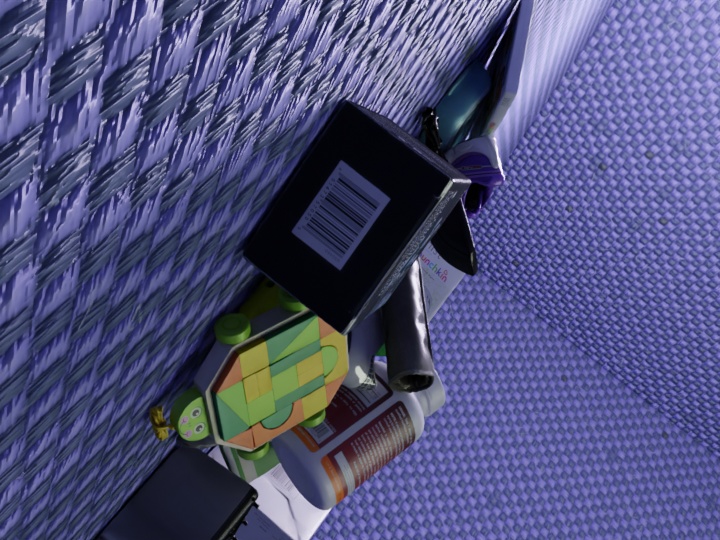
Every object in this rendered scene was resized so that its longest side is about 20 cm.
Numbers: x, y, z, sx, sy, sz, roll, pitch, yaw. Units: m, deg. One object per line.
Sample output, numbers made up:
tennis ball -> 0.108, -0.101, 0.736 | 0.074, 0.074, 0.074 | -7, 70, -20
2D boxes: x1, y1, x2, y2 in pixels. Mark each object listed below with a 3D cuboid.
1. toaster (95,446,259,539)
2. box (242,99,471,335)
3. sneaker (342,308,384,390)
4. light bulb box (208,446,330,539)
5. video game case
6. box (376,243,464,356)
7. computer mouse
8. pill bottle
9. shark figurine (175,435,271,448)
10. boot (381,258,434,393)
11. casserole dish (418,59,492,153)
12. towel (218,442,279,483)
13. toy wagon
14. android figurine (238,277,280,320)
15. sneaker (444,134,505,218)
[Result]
toaster -> -0.228, 0.327, 1.113 | 0.200, 0.118, 0.181 | -49, 172, -35
box -> 0.006, -0.047, 0.808 | 0.149, 0.107, 0.200 | -54, 175, 11
sneaker -> -0.004, 0.042, 1.105 | 0.076, 0.080, 0.202 | -26, -137, 47
light bulb box -> -0.183, 0.386, 1.440 | 0.201, 0.198, 0.125 | -54, 172, 28
video game case -> 0.176, -0.236, 1.217 | 0.200, 0.018, 0.145 | 113, -8, -68
box -> 0.051, 0.041, 1.484 | 0.177, 0.097, 0.200 | -51, -168, -15
computer mouse -> 0.092, -0.072, 1.085 | 0.045, 0.203, 0.141 | -14, 158, 3
pill bottle -> 0.002, 0.182, 1.122 | 0.199, 0.113, 0.113 | -33, 167, -23
shark figurine -> -0.108, 0.112, 1.040 | 0.214, 0.090, 0.127 | -41, -157, -28
boot -> 0.042, 0.020, 1.046 | 0.182, 0.071, 0.203 | 56, 34, -63
casserole dish -> 0.117, -0.187, 1.221 | 0.122, 0.039, 0.200 | -51, 173, -23
towel -> -0.081, 0.177, 1.148 | 0.199, 0.023, 0.153 | -36, 151, -20
toy wagon -> -0.097, 0.106, 0.867 | 0.198, 0.039, 0.157 | -27, 131, -29
android figurine -> -0.079, 0.077, 0.944 | 0.200, 0.041, 0.183 | -48, 146, -26
sneaker -> 0.117, -0.095, 1.221 | 0.080, 0.084, 0.200 | -12, 163, -28
